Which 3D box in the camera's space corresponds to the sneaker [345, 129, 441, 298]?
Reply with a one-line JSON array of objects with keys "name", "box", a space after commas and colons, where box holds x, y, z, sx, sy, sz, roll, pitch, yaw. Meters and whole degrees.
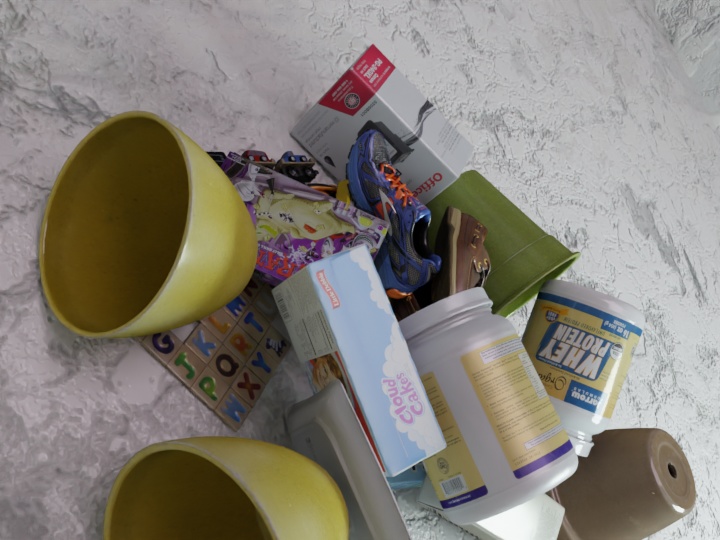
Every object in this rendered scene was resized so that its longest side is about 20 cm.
[{"name": "sneaker", "box": [0.045, -0.072, 0.909, 0.075, 0.078, 0.202, -19, 91, -56]}]

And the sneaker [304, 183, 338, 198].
[{"name": "sneaker", "box": [-0.042, -0.074, 0.966, 0.199, 0.077, 0.079, -22, 81, -51]}]

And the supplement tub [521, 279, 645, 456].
[{"name": "supplement tub", "box": [0.276, 0.127, 1.023, 0.144, 0.144, 0.202, 22, 87, -35]}]

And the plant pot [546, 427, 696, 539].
[{"name": "plant pot", "box": [0.355, 0.295, 1.067, 0.199, 0.174, 0.202, 26, 48, -33]}]

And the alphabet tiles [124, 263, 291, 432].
[{"name": "alphabet tiles", "box": [-0.146, 0.046, 0.836, 0.167, 0.008, 0.201, 46, 42, -14]}]

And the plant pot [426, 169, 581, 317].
[{"name": "plant pot", "box": [0.175, -0.033, 1.099, 0.199, 0.200, 0.191, -19, 68, -50]}]

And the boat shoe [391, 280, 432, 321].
[{"name": "boat shoe", "box": [0.073, 0.037, 0.981, 0.070, 0.071, 0.201, 30, 27, -15]}]

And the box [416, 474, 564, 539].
[{"name": "box", "box": [0.159, 0.278, 0.914, 0.200, 0.068, 0.083, 41, 64, -35]}]

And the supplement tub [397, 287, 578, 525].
[{"name": "supplement tub", "box": [0.113, 0.134, 0.781, 0.145, 0.145, 0.201, -10, 71, -48]}]

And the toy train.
[{"name": "toy train", "box": [-0.129, -0.124, 0.943, 0.199, 0.034, 0.046, -6, 58, -47]}]

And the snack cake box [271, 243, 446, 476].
[{"name": "snack cake box", "box": [-0.005, 0.088, 0.736, 0.067, 0.115, 0.202, -21, 87, -27]}]

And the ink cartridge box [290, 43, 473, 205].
[{"name": "ink cartridge box", "box": [0.031, -0.173, 1.038, 0.200, 0.145, 0.084, 43, 42, -11]}]

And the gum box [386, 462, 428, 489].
[{"name": "gum box", "box": [0.043, 0.170, 0.923, 0.199, 0.044, 0.171, 9, 60, -42]}]

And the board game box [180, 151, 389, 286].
[{"name": "board game box", "box": [-0.080, -0.041, 0.844, 0.198, 0.032, 0.121, 24, 67, 1]}]

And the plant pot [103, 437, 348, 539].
[{"name": "plant pot", "box": [-0.090, 0.223, 0.636, 0.142, 0.199, 0.202, -8, 72, -57]}]

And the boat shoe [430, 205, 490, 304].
[{"name": "boat shoe", "box": [0.127, -0.009, 0.938, 0.067, 0.072, 0.201, 16, 36, -3]}]

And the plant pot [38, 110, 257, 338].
[{"name": "plant pot", "box": [-0.178, -0.029, 0.724, 0.142, 0.199, 0.202, 19, 52, -54]}]

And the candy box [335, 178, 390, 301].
[{"name": "candy box", "box": [0.000, 0.000, 0.906, 0.102, 0.026, 0.202, 40, 46, -42]}]

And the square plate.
[{"name": "square plate", "box": [-0.015, 0.213, 0.738, 0.028, 0.200, 0.200, -22, 81, -23]}]
